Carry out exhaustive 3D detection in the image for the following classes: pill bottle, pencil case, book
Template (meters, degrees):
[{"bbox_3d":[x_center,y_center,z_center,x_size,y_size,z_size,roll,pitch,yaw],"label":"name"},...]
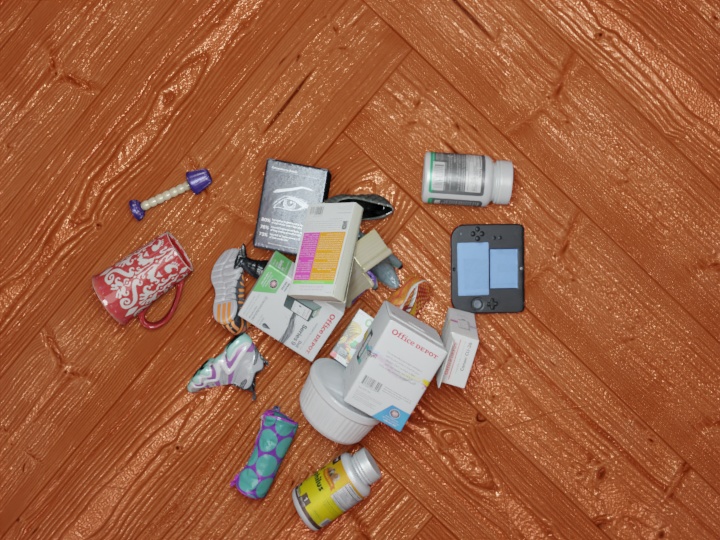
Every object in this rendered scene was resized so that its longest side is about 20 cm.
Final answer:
[{"bbox_3d":[-0.052,0.496,1.728,0.198,0.109,0.110,-35,90,3],"label":"pill bottle"},{"bbox_3d":[-0.221,0.422,1.745,0.091,0.085,0.204,23,92,-15],"label":"pencil case"},{"bbox_3d":[0.238,-0.203,1.692,0.194,0.113,0.117,5,92,2],"label":"pill bottle"},{"bbox_3d":[-0.075,-0.040,1.567,0.131,0.048,0.205,2,74,36],"label":"book"}]

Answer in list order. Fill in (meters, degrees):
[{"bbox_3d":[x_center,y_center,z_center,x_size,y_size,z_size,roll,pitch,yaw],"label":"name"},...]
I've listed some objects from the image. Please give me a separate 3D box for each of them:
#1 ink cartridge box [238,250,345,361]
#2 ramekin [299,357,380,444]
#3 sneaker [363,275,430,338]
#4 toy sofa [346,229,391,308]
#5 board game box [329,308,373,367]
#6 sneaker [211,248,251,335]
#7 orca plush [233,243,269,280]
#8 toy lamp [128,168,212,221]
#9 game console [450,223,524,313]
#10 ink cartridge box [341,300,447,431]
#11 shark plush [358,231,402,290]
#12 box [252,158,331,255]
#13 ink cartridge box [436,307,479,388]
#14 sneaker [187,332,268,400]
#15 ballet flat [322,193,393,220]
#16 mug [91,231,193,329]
[{"bbox_3d":[-0.146,0.080,1.663,0.197,0.084,0.147,32,110,-8],"label":"ink cartridge box"},{"bbox_3d":[-0.048,0.297,1.683,0.200,0.202,0.095,36,105,1],"label":"ramekin"},{"bbox_3d":[0.080,0.098,1.724,0.200,0.077,0.073,-44,117,-10],"label":"sneaker"},{"bbox_3d":[0.000,0.000,1.660,0.082,0.200,0.099,-34,85,-26],"label":"toy sofa"},{"bbox_3d":[0.042,0.200,1.743,0.198,0.035,0.128,35,83,1],"label":"board game box"},{"bbox_3d":[-0.292,0.057,1.744,0.075,0.113,0.205,-7,58,14],"label":"sneaker"},{"bbox_3d":[-0.184,-0.007,1.713,0.198,0.071,0.106,34,52,-7],"label":"orca plush"},{"bbox_3d":[-0.438,-0.179,1.750,0.196,0.058,0.059,-27,91,4],"label":"toy lamp"},{"bbox_3d":[0.292,-0.004,1.738,0.172,0.031,0.206,-1,92,3],"label":"game console"},{"bbox_3d":[0.069,0.201,1.622,0.144,0.146,0.203,29,100,-10],"label":"ink cartridge box"},{"bbox_3d":[0.030,-0.048,1.720,0.089,0.083,0.204,-26,91,4],"label":"shark plush"},{"bbox_3d":[-0.153,-0.139,1.715,0.144,0.104,0.206,12,92,2],"label":"box"},{"bbox_3d":[0.210,0.174,1.650,0.066,0.200,0.119,14,108,1],"label":"ink cartridge box"},{"bbox_3d":[-0.298,0.255,1.749,0.199,0.078,0.141,-38,101,16],"label":"sneaker"},{"bbox_3d":[-0.014,-0.138,1.686,0.196,0.056,0.068,-13,109,-32],"label":"ballet flat"},{"bbox_3d":[-0.486,0.022,1.743,0.198,0.178,0.134,-35,54,-1],"label":"mug"}]
